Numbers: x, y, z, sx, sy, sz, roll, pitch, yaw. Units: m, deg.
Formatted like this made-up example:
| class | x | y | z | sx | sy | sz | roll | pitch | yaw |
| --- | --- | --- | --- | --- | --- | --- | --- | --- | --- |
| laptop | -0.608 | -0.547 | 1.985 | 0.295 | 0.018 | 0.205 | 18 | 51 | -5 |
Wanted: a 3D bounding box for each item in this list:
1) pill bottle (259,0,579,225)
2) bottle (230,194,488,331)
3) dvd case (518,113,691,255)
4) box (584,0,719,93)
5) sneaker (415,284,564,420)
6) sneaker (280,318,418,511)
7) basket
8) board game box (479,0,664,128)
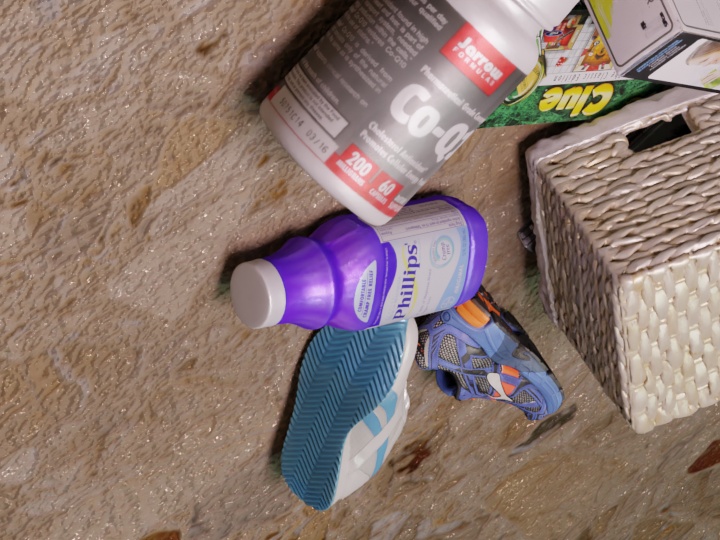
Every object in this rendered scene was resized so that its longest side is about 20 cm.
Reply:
| class | x | y | z | sx | sy | sz | roll | pitch | yaw |
| --- | --- | --- | --- | --- | --- | --- | --- | --- | --- |
| pill bottle | 0.041 | -0.136 | 1.522 | 0.200 | 0.114 | 0.114 | -46 | 149 | 9 |
| bottle | 0.000 | 0.000 | 1.691 | 0.200 | 0.065 | 0.084 | -12 | 121 | -38 |
| dvd case | 0.239 | -0.062 | 1.870 | 0.200 | 0.022 | 0.146 | -42 | 135 | 18 |
| box | 0.234 | -0.189 | 1.661 | 0.060 | 0.117 | 0.200 | -35 | 157 | 33 |
| sneaker | 0.098 | 0.072 | 1.904 | 0.078 | 0.075 | 0.200 | -36 | 142 | 8 |
| sneaker | 0.000 | 0.091 | 1.816 | 0.081 | 0.076 | 0.200 | -30 | 153 | -44 |
| basket | 0.247 | -0.012 | 1.791 | 0.198 | 0.161 | 0.200 | -20 | 139 | -8 |
| board game box | 0.162 | -0.153 | 1.725 | 0.200 | 0.023 | 0.105 | -9 | 139 | -42 |
